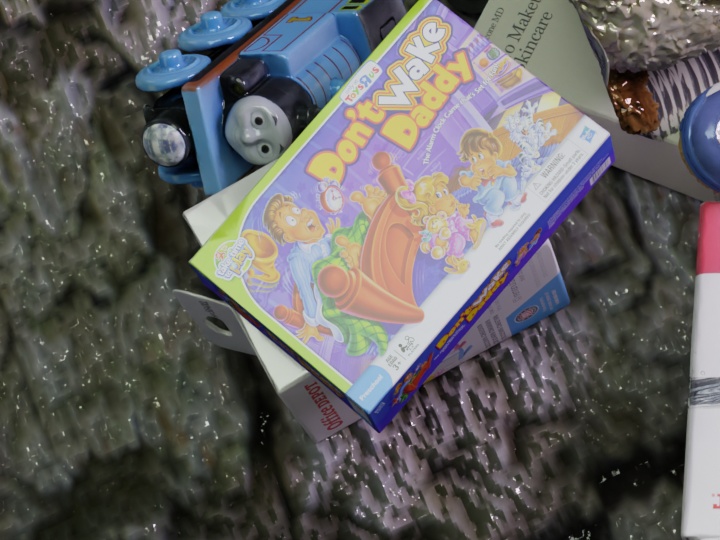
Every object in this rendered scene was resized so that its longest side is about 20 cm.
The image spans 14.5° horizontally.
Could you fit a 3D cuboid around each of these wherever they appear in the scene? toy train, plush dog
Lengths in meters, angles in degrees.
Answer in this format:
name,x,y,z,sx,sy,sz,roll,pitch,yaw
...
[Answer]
name,x,y,z,sx,sy,sz,roll,pitch,yaw
toy train,-0.050,-0.113,1.662,0.114,0.087,0.200,-1,25,28
plush dog,0.200,-0.178,1.576,0.171,0.200,0.161,-21,90,6

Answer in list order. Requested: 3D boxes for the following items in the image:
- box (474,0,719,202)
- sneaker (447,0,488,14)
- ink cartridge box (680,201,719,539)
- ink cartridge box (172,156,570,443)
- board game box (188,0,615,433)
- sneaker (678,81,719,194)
name,x,y,z,sx,sy,sz,roll,pitch,yaw
box,0.164,-0.107,1.664,0.199,0.068,0.082,21,72,19
sneaker,0.043,-0.256,1.742,0.076,0.091,0.200,-32,63,-1
ink cartridge box,0.257,0.069,1.560,0.144,0.084,0.201,1,68,13
ink cartridge box,0.000,0.000,1.620,0.199,0.129,0.126,-30,70,0
board game box,0.023,-0.032,1.534,0.134,0.045,0.200,39,83,17
sneaker,0.277,-0.075,1.566,0.199,0.088,0.076,1,87,-20
